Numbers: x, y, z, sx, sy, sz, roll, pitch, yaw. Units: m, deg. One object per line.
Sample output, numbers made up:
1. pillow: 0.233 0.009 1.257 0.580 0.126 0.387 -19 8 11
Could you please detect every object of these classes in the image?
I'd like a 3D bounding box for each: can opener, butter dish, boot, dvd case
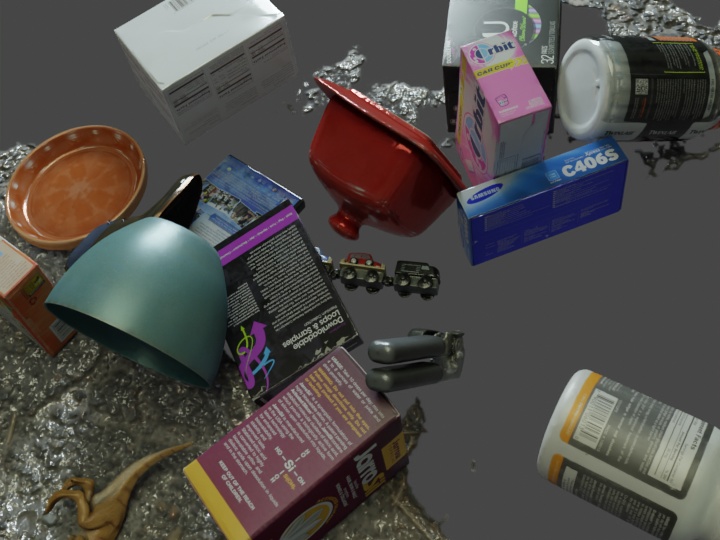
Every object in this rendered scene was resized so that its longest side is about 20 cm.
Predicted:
1. can opener: 0.053 0.090 0.929 0.066 0.199 0.055 7 93 32
2. butter dish: 0.016 -0.104 1.075 0.198 0.199 0.149 37 93 28
3. boot: -0.281 -0.053 1.114 0.095 0.075 0.202 23 65 19
4. dvd case: -0.183 -0.050 1.152 0.141 0.018 0.201 31 66 25

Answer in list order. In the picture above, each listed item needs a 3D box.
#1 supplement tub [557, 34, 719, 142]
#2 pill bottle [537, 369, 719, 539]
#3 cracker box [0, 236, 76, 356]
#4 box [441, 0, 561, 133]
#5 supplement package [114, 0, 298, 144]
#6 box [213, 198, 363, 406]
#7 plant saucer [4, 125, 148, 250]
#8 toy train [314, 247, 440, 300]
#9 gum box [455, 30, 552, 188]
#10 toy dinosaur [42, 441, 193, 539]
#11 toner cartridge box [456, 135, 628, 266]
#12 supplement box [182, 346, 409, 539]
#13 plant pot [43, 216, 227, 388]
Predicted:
1. supplement tub: 0.346 -0.217 1.080 0.195 0.124 0.124 -3 53 -18
2. pill bottle: 0.277 0.186 0.855 0.197 0.117 0.117 24 63 23
3. cracker box: -0.441 0.004 1.091 0.198 0.135 0.058 30 65 26
4. box: 0.189 -0.298 1.185 0.145 0.125 0.204 2 58 11
5. supplement package: -0.215 -0.308 1.271 0.198 0.112 0.156 -34 58 -13
6. box: -0.099 0.035 1.044 0.141 0.036 0.202 -30 62 3
7. plant saucer: -0.382 -0.111 1.220 0.195 0.033 0.204 -4 56 6
8. toy train: 0.000 0.000 1.076 0.195 0.034 0.047 6 56 14
9. gum box: 0.163 -0.162 1.057 0.065 0.201 0.115 -18 61 -6
10. toy dinosaur: -0.272 0.252 0.956 0.105 0.061 0.203 27 68 -2
11. toner cartridge box: 0.212 -0.080 1.054 0.196 0.096 0.044 -20 54 -4
12. supplement box: -0.058 0.196 0.900 0.199 0.132 0.103 -37 59 -14
13. plant pot: -0.225 0.024 0.986 0.196 0.201 0.137 17 71 20
